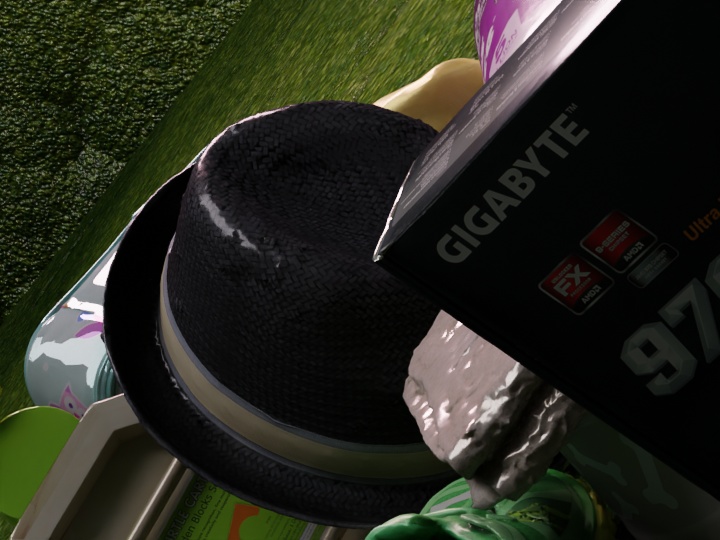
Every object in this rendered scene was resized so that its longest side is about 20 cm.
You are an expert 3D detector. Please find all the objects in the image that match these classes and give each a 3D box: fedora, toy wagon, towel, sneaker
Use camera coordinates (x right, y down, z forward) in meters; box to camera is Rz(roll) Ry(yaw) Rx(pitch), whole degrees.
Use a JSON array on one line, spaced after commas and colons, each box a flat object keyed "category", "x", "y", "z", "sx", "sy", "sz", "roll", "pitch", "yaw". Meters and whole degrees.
[{"category": "fedora", "x": 0.000, "y": 0.000, "z": 1.003, "sx": 0.092, "sy": 0.200, "sz": 0.201, "roll": 91, "pitch": -157, "yaw": -55}, {"category": "toy wagon", "x": -0.072, "y": 0.102, "z": 1.034, "sx": 0.156, "sy": 0.199, "sz": 0.040, "roll": -60, "pitch": -17, "yaw": -17}, {"category": "towel", "x": 0.085, "y": -0.019, "z": 0.848, "sx": 0.200, "sy": 0.034, "sz": 0.133, "roll": -54, "pitch": 11, "yaw": 5}, {"category": "sneaker", "x": 0.038, "y": 0.098, "z": 0.864, "sx": 0.074, "sy": 0.083, "sz": 0.200, "roll": -62, "pitch": 9, "yaw": 6}]

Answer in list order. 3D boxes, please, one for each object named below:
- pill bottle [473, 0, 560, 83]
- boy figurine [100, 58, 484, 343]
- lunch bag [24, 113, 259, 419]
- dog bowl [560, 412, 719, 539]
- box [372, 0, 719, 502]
[{"category": "pill bottle", "x": 0.102, "y": -0.090, "z": 1.063, "sx": 0.112, "sy": 0.112, "sz": 0.200, "roll": -52, "pitch": 14, "yaw": 17}, {"category": "boy figurine", "x": -0.018, "y": -0.016, "z": 1.127, "sx": 0.200, "sy": 0.065, "sz": 0.124, "roll": -44, "pitch": 48, "yaw": -11}, {"category": "lunch bag", "x": -0.049, "y": 0.036, "z": 1.246, "sx": 0.077, "sy": 0.161, "sz": 0.200, "roll": 12, "pitch": 50, "yaw": 47}, {"category": "dog bowl", "x": 0.128, "y": -0.007, "z": 0.865, "sx": 0.200, "sy": 0.059, "sz": 0.200, "roll": -53, "pitch": 9, "yaw": 13}, {"category": "box", "x": 0.123, "y": -0.027, "z": 0.666, "sx": 0.200, "sy": 0.159, "sz": 0.046, "roll": -46, "pitch": 15, "yaw": 40}]
